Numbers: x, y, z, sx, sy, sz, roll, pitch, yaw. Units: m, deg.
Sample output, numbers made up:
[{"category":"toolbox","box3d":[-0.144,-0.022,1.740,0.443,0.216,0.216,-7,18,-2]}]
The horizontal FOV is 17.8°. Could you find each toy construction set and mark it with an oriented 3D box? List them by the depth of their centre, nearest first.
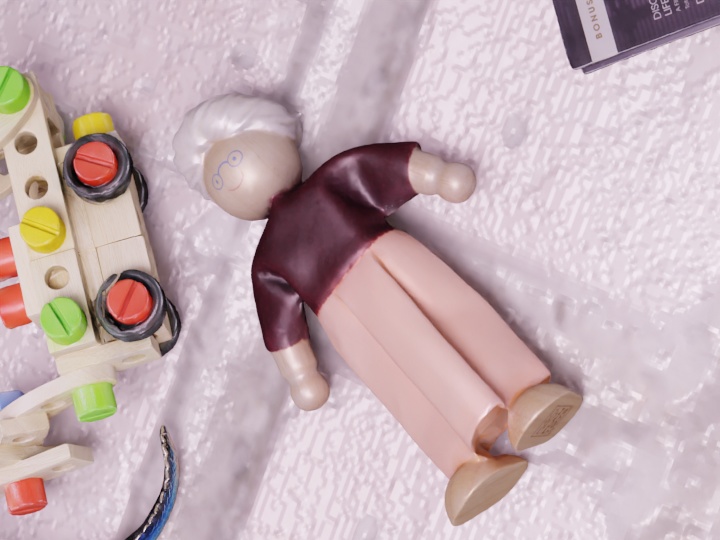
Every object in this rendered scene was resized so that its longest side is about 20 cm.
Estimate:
[{"category":"toy construction set","box3d":[-0.149,0.001,0.978,0.130,0.092,0.201,-16,88,2]}]

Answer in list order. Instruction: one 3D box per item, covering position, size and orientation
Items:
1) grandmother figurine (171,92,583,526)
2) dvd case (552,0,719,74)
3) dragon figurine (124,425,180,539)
[{"category":"grandmother figurine","box3d":[0.000,0.000,0.919,0.200,0.061,0.121,44,99,20]},{"category":"dvd case","box3d":[0.143,-0.171,0.808,0.199,0.016,0.150,-19,82,30]},{"category":"dragon figurine","box3d":[-0.148,0.153,0.965,0.200,0.099,0.059,-46,69,19]}]
